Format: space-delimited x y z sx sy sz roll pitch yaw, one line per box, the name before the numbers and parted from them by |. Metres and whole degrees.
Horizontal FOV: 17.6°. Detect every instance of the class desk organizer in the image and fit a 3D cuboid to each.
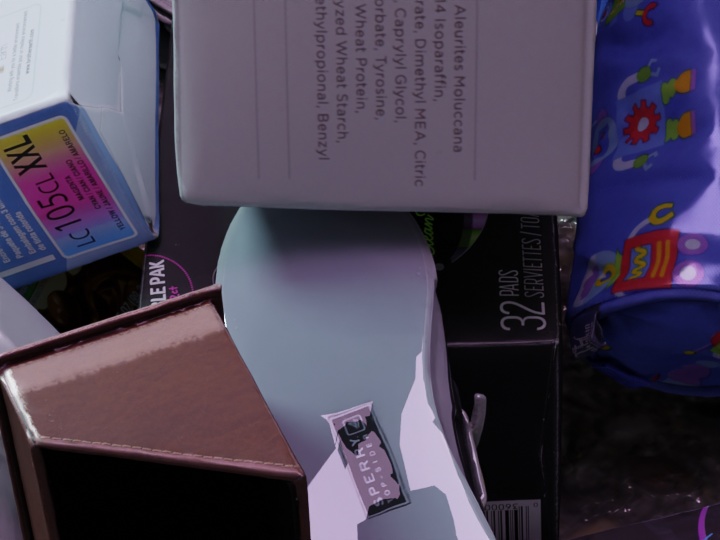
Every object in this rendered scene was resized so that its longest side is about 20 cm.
desk organizer | -0.055 0.109 0.707 0.071 0.201 0.077 -18 46 -15

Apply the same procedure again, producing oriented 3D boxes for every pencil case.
pencil case | 0.115 -0.047 0.843 0.087 0.078 0.201 -23 48 37

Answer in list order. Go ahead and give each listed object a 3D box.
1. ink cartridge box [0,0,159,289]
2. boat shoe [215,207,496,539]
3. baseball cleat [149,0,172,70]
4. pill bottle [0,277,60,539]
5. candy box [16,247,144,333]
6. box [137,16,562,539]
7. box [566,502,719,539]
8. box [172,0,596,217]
ink cartridge box | -0.176 -0.046 0.843 0.199 0.077 0.137 -17 40 10
boat shoe | 0.007 0.057 0.720 0.073 0.068 0.200 -20 54 -6
baseball cleat | -0.029 -0.130 1.070 0.199 0.070 0.107 -2 48 17
pill bottle | -0.174 0.090 0.744 0.200 0.116 0.116 -43 49 2
candy box | -0.156 0.044 0.872 0.102 0.026 0.200 36 51 -4
box | 0.000 0.000 0.876 0.148 0.125 0.201 -2 44 2
box | 0.100 0.167 0.752 0.142 0.036 0.201 -12 44 -9
box | 0.013 -0.145 0.758 0.130 0.201 0.199 2 24 3
